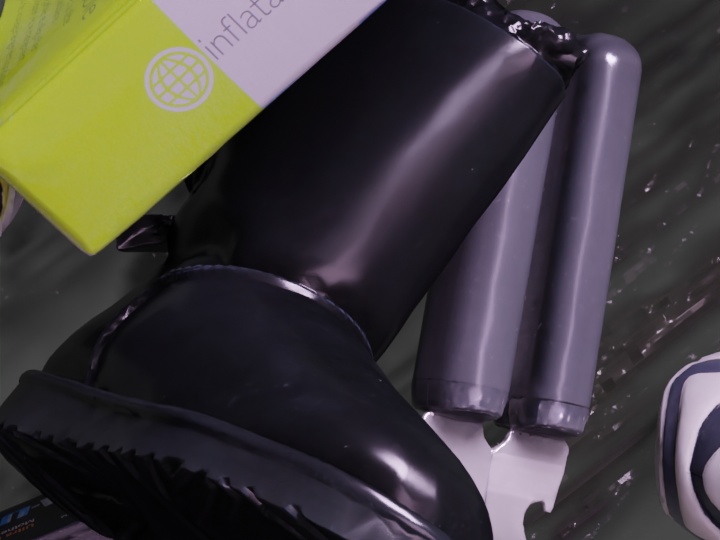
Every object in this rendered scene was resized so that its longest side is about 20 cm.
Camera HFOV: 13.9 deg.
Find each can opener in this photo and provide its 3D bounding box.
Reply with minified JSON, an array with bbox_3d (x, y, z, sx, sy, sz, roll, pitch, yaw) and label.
[{"bbox_3d":[0.033,0.028,0.832,0.053,0.066,0.200,13,87,-31],"label":"can opener"}]

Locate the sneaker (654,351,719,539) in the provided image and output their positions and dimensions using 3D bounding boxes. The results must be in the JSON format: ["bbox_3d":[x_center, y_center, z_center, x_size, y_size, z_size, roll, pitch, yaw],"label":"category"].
[{"bbox_3d":[0.196,0.053,0.843,0.199,0.130,0.080,0,100,-16],"label":"sneaker"}]

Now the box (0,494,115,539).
[{"bbox_3d":[-0.066,0.160,0.830,0.159,0.046,0.200,-21,104,-11],"label":"box"}]

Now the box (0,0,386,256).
[{"bbox_3d":[-0.008,-0.103,0.733,0.200,0.122,0.048,-40,110,16],"label":"box"}]

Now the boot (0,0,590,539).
[{"bbox_3d":[0.001,0.001,0.738,0.073,0.198,0.163,46,72,-29],"label":"boot"}]

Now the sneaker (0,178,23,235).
[{"bbox_3d":[-0.142,-0.091,0.752,0.075,0.076,0.200,-36,105,-6],"label":"sneaker"}]
